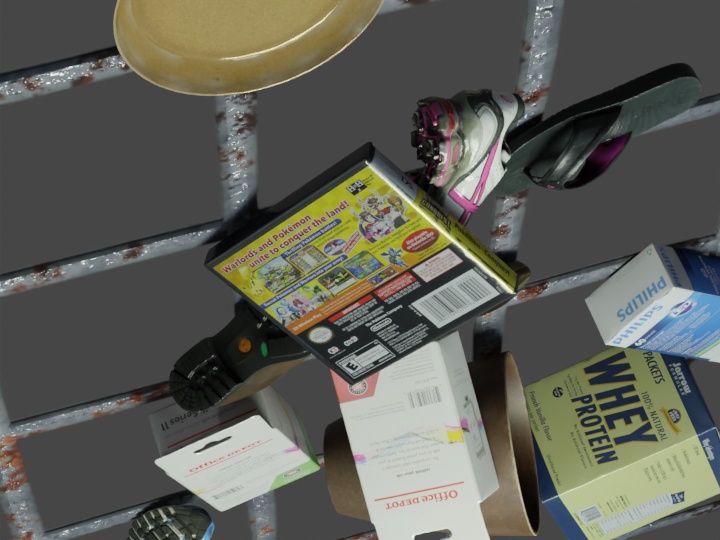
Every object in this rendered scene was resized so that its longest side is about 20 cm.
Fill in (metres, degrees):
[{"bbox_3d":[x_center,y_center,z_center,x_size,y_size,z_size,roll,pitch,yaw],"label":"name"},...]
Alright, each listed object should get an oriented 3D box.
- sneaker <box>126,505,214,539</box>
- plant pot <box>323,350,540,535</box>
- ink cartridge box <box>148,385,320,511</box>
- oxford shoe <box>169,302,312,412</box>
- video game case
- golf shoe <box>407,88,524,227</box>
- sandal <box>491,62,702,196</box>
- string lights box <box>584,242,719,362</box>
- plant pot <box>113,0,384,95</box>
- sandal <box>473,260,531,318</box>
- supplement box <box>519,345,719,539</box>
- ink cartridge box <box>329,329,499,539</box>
[{"bbox_3d":[-0.207,0.306,1.958,0.090,0.079,0.200,-20,160,-42],"label":"sneaker"},{"bbox_3d":[0.069,0.190,1.834,0.199,0.188,0.187,-10,152,11],"label":"plant pot"},{"bbox_3d":[-0.126,0.161,1.738,0.117,0.068,0.200,-24,156,5],"label":"ink cartridge box"},{"bbox_3d":[-0.076,0.060,1.631,0.199,0.073,0.084,-29,167,17],"label":"oxford shoe"},{"bbox_3d":[0.000,0.000,1.495,0.181,0.026,0.200,40,130,-24],"label":"video game case"},{"bbox_3d":[0.084,-0.072,1.491,0.092,0.073,0.200,-12,149,-18],"label":"golf shoe"},{"bbox_3d":[0.199,-0.110,1.523,0.200,0.048,0.075,-27,150,11],"label":"sandal"},{"bbox_3d":[0.336,0.036,1.840,0.199,0.059,0.103,11,138,-43],"label":"string lights box"},{"bbox_3d":[-0.076,-0.195,1.237,0.199,0.028,0.200,-15,151,-9],"label":"plant pot"},{"bbox_3d":[0.072,0.020,1.665,0.199,0.055,0.082,-20,160,-31],"label":"sandal"},{"bbox_3d":[0.289,0.189,1.986,0.199,0.135,0.200,-24,150,7],"label":"supplement box"},{"bbox_3d":[0.057,0.169,1.717,0.116,0.201,0.067,-14,-178,22],"label":"ink cartridge box"}]
